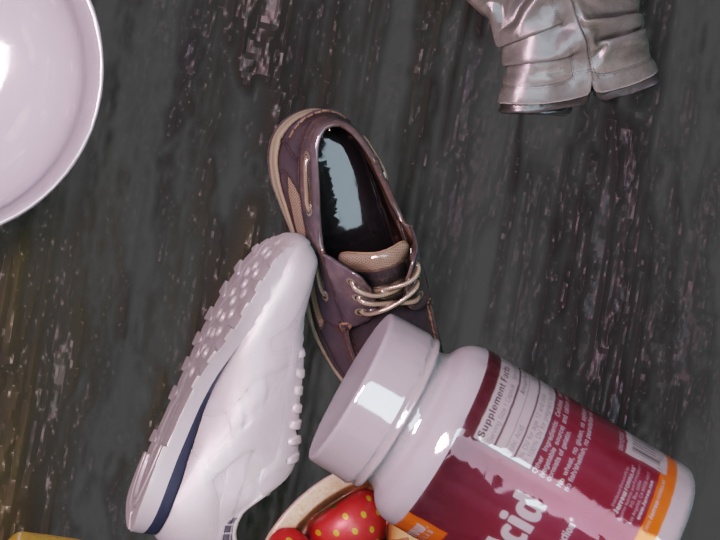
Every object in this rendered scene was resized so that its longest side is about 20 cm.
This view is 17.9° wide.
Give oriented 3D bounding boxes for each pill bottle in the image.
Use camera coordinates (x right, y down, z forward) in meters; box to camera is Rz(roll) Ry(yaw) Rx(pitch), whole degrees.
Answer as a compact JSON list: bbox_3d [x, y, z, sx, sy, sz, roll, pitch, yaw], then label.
[{"bbox_3d":[0.079,0.115,1.302,0.199,0.114,0.115,30,84,-5],"label":"pill bottle"}]

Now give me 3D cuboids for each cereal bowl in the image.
[{"bbox_3d":[-0.248,-0.114,1.287,0.199,0.083,0.201,0,91,-14],"label":"cereal bowl"}]

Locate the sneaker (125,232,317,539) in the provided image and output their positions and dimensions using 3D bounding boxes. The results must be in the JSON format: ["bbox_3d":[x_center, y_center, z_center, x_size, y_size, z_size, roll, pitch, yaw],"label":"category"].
[{"bbox_3d":[-0.065,0.075,1.339,0.080,0.076,0.201,24,96,-11],"label":"sneaker"}]

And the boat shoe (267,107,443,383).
[{"bbox_3d":[0.000,0.000,1.352,0.074,0.073,0.201,-25,96,-12],"label":"boat shoe"}]

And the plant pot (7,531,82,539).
[{"bbox_3d":[-0.153,0.257,1.229,0.200,0.196,0.194,43,98,-12],"label":"plant pot"}]

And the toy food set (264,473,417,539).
[{"bbox_3d":[0.029,0.211,1.372,0.199,0.049,0.199,-11,93,-13],"label":"toy food set"}]

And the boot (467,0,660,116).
[{"bbox_3d":[0.087,-0.155,1.379,0.199,0.068,0.131,-5,97,-12],"label":"boot"}]
